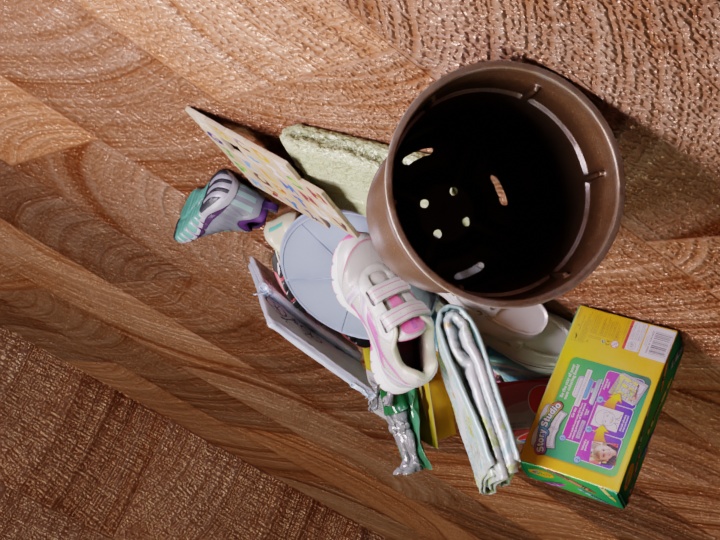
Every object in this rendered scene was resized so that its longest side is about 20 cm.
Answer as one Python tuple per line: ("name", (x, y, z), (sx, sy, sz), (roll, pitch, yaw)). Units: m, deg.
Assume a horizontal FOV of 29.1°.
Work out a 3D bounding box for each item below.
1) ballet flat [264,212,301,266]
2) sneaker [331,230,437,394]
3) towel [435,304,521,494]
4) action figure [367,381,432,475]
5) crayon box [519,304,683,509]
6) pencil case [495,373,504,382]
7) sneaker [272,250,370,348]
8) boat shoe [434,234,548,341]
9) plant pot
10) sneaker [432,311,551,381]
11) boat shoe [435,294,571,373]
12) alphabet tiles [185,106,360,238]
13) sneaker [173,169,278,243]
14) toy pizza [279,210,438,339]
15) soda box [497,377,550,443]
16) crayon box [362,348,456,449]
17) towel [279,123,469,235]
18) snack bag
("ballet flat", (-0.058, -0.003, 1.745), (0.069, 0.069, 0.200), (10, 150, 39))
("sneaker", (0.038, 0.046, 1.562), (0.088, 0.081, 0.200), (-2, 116, 62))
("towel", (0.127, 0.149, 1.566), (0.048, 0.200, 0.171), (-16, 164, -4))
("action figure", (0.044, 0.168, 1.827), (0.055, 0.200, 0.118), (-12, 175, -19))
("crayon box", (0.268, 0.148, 1.539), (0.119, 0.200, 0.058), (16, 161, 27))
("pencil case", (0.135, 0.146, 1.902), (0.083, 0.087, 0.200), (36, 163, -14))
("sneaker", (-0.053, 0.030, 1.845), (0.200, 0.074, 0.087), (42, 176, -29))
("boat shoe", (0.134, 0.018, 1.553), (0.200, 0.071, 0.069), (30, 164, -14))
("plant pot", (0.098, -0.062, 1.198), (0.200, 0.200, 0.198), (27, 171, -8))
("sneaker", (0.171, 0.108, 1.758), (0.200, 0.080, 0.131), (18, 160, 23))
("boat shoe", (0.176, 0.060, 1.632), (0.200, 0.071, 0.070), (26, 169, 18))
("alphabet tiles", (-0.090, -0.100, 1.530), (0.200, 0.008, 0.167), (31, 169, 35))
("sneaker", (-0.171, -0.062, 1.729), (0.088, 0.074, 0.200), (24, 163, -17))
("toy pizza", (0.000, 0.000, 1.651), (0.200, 0.032, 0.200), (12, 131, 14))
("soda box", (0.241, 0.169, 1.699), (0.200, 0.063, 0.070), (-3, 156, -20))
("crayon box", (0.070, 0.156, 1.889), (0.051, 0.127, 0.200), (-15, -164, -21))
("towel", (0.019, -0.090, 1.449), (0.200, 0.036, 0.148), (17, 161, 22))
("snack bag", (-0.065, 0.073, 1.824), (0.189, 0.021, 0.200), (38, -169, -23))
